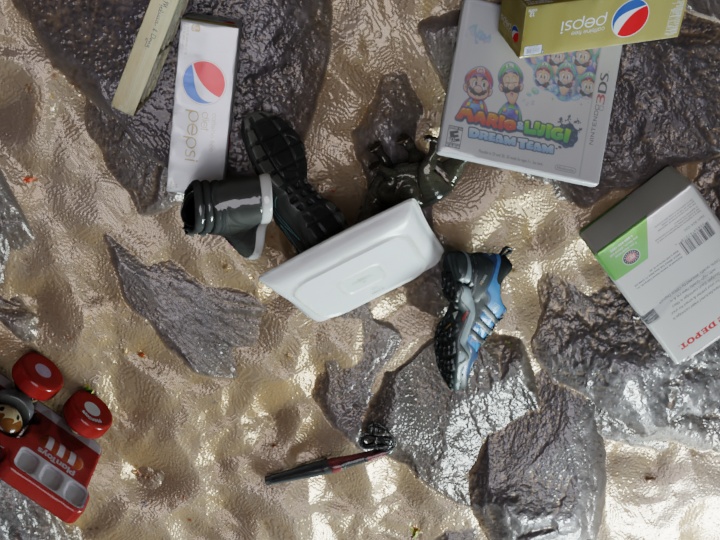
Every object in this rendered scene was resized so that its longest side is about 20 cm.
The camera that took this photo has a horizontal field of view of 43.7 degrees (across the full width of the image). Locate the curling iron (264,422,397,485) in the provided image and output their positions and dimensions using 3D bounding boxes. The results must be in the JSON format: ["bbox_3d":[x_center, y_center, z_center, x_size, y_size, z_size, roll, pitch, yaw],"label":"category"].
[{"bbox_3d":[-0.042,0.263,1.258,0.198,0.026,0.050,-22,90,11],"label":"curling iron"}]

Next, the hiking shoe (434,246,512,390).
[{"bbox_3d":[0.149,0.069,1.157,0.086,0.075,0.202,-5,121,-15],"label":"hiking shoe"}]

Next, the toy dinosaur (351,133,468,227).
[{"bbox_3d":[0.064,-0.111,1.100,0.199,0.077,0.103,-25,124,1],"label":"toy dinosaur"}]

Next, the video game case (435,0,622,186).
[{"bbox_3d":[0.199,-0.207,1.051,0.198,0.024,0.184,11,89,-8],"label":"video game case"}]

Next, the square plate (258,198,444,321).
[{"bbox_3d":[0.000,0.000,1.081,0.199,0.198,0.029,-26,68,7],"label":"square plate"}]

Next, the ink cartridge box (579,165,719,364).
[{"bbox_3d":[0.399,-0.006,1.145,0.145,0.084,0.200,-37,109,11],"label":"ink cartridge box"}]

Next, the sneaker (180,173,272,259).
[{"bbox_3d":[-0.159,-0.061,1.042,0.098,0.200,0.071,-2,75,-12],"label":"sneaker"}]

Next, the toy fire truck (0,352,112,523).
[{"bbox_3d":[-0.416,0.211,1.135,0.200,0.168,0.112,42,104,-17],"label":"toy fire truck"}]

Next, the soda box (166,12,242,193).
[{"bbox_3d":[-0.182,-0.191,1.047,0.067,0.064,0.202,7,110,-6],"label":"soda box"}]

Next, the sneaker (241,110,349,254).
[{"bbox_3d":[-0.092,-0.094,1.083,0.075,0.079,0.201,-31,92,-35],"label":"sneaker"}]

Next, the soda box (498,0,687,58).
[{"bbox_3d":[0.260,-0.293,1.005,0.198,0.068,0.064,-10,134,-12],"label":"soda box"}]

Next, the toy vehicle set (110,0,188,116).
[{"bbox_3d":[-0.214,-0.275,0.978,0.026,0.124,0.201,23,109,-12],"label":"toy vehicle set"}]
